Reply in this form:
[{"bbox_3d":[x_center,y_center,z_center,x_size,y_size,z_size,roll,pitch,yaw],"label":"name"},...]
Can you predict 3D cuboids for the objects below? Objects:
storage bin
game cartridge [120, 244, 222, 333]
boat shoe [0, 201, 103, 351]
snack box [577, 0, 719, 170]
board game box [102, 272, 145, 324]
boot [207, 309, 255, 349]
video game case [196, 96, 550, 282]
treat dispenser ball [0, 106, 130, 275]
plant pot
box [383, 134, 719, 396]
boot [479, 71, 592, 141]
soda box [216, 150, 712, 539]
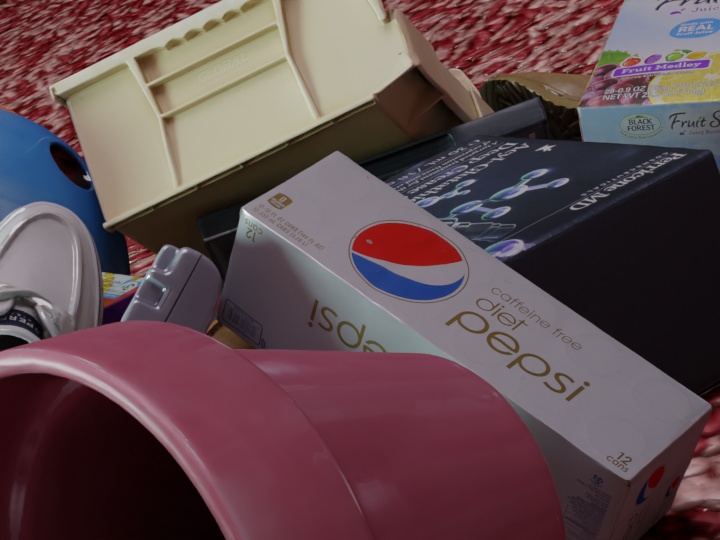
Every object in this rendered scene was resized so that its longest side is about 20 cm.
[{"bbox_3d":[-0.036,-0.076,1.344,0.197,0.094,0.200,-25,-23,13],"label":"storage bin"},{"bbox_3d":[-0.118,0.087,0.994,0.201,0.040,0.133,-62,7,-8],"label":"game cartridge"},{"bbox_3d":[-0.158,0.041,1.089,0.073,0.066,0.201,13,53,-8],"label":"boat shoe"},{"bbox_3d":[0.225,-0.114,1.340,0.167,0.068,0.200,-2,28,19],"label":"snack box"},{"bbox_3d":[-0.188,0.089,1.176,0.199,0.106,0.103,-30,20,-31],"label":"board game box"},{"bbox_3d":[-0.060,0.082,1.136,0.075,0.074,0.200,-3,29,19],"label":"boot"},{"bbox_3d":[0.015,-0.030,1.344,0.199,0.019,0.143,-20,-22,0],"label":"video game case"},{"bbox_3d":[-0.229,0.005,1.328,0.199,0.202,0.201,-18,16,5],"label":"treat dispenser ball"},{"bbox_3d":[-0.032,0.108,0.810,0.199,0.202,0.178,-4,6,44],"label":"plant pot"},{"bbox_3d":[0.066,0.014,1.120,0.148,0.108,0.200,-27,18,-26],"label":"box"},{"bbox_3d":[0.200,-0.121,1.503,0.199,0.067,0.175,-29,30,-27],"label":"boot"},{"bbox_3d":[0.039,0.037,0.960,0.199,0.064,0.068,35,43,21],"label":"soda box"}]
